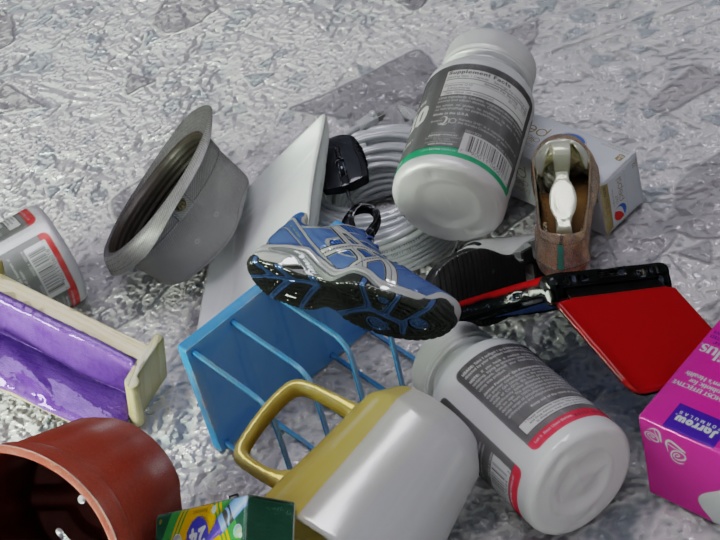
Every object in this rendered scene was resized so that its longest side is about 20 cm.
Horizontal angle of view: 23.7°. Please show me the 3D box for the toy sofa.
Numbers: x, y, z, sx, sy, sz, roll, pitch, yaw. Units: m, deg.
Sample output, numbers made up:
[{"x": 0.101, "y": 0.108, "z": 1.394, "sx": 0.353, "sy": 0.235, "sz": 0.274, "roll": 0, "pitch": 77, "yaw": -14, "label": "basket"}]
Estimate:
[{"x": -0.291, "y": 0.080, "z": 1.641, "sx": 0.199, "sy": 0.083, "sz": 0.098, "roll": 25, "pitch": 59, "yaw": 11, "label": "toy sofa"}]

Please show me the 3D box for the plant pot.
[{"x": -0.248, "y": 0.216, "z": 1.416, "sx": 0.200, "sy": 0.202, "sz": 0.195, "roll": -2, "pitch": 9, "yaw": 16, "label": "plant pot"}]

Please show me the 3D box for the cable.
[{"x": 0.018, "y": -0.072, "z": 1.771, "sx": 0.199, "sy": 0.069, "sz": 0.200, "roll": -31, "pitch": 42, "yaw": -15, "label": "cable"}]

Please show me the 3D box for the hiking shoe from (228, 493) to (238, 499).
[{"x": -0.084, "y": 0.277, "z": 1.384, "sx": 0.075, "sy": 0.101, "sz": 0.200, "roll": -21, "pitch": 40, "yaw": -4, "label": "hiking shoe"}]

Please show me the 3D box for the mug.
[{"x": 0.006, "y": 0.166, "z": 1.397, "sx": 0.153, "sy": 0.186, "sz": 0.149, "roll": -52, "pitch": 10, "yaw": -18, "label": "mug"}]

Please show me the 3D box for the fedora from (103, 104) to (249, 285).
[{"x": -0.179, "y": -0.064, "z": 1.779, "sx": 0.201, "sy": 0.090, "sz": 0.177, "roll": -61, "pitch": 21, "yaw": -18, "label": "fedora"}]

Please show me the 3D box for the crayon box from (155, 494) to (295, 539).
[{"x": -0.109, "y": 0.282, "z": 1.317, "sx": 0.125, "sy": 0.051, "sz": 0.201, "roll": -20, "pitch": 62, "yaw": 47, "label": "crayon box"}]

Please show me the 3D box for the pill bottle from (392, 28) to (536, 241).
[{"x": 0.108, "y": -0.136, "z": 1.681, "sx": 0.113, "sy": 0.113, "sz": 0.201, "roll": 2, "pitch": 48, "yaw": 21, "label": "pill bottle"}]

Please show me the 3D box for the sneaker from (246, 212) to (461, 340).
[{"x": 0.000, "y": 0.000, "z": 1.488, "sx": 0.199, "sy": 0.076, "sz": 0.077, "roll": 20, "pitch": 58, "yaw": 22, "label": "sneaker"}]

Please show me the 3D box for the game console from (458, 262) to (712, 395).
[{"x": 0.209, "y": 0.061, "z": 1.513, "sx": 0.172, "sy": 0.119, "sz": 0.200, "roll": -18, "pitch": -9, "yaw": 38, "label": "game console"}]

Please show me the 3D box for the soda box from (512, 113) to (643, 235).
[{"x": 0.190, "y": -0.109, "z": 1.753, "sx": 0.200, "sy": 0.068, "sz": 0.064, "roll": 26, "pitch": 56, "yaw": 39, "label": "soda box"}]

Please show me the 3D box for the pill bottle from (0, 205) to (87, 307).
[{"x": -0.393, "y": 0.028, "z": 1.762, "sx": 0.199, "sy": 0.114, "sz": 0.114, "roll": -31, "pitch": 42, "yaw": -16, "label": "pill bottle"}]

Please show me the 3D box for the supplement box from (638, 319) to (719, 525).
[{"x": 0.332, "y": 0.108, "z": 1.434, "sx": 0.101, "sy": 0.104, "sz": 0.200, "roll": 23, "pitch": 55, "yaw": 36, "label": "supplement box"}]

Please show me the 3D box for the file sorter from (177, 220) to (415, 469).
[{"x": -0.039, "y": 0.083, "z": 1.565, "sx": 0.200, "sy": 0.139, "sz": 0.122, "roll": -39, "pitch": 49, "yaw": -24, "label": "file sorter"}]

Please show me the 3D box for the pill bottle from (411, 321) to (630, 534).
[{"x": 0.130, "y": 0.127, "z": 1.474, "sx": 0.110, "sy": 0.111, "sz": 0.200, "roll": -31, "pitch": 42, "yaw": -16, "label": "pill bottle"}]

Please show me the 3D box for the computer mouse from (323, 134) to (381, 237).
[{"x": -0.015, "y": -0.083, "z": 1.697, "sx": 0.058, "sy": 0.034, "sz": 0.200, "roll": -16, "pitch": 33, "yaw": 0, "label": "computer mouse"}]

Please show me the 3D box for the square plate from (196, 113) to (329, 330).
[{"x": -0.094, "y": -0.032, "z": 1.714, "sx": 0.200, "sy": 0.028, "sz": 0.199, "roll": -42, "pitch": 29, "yaw": 38, "label": "square plate"}]

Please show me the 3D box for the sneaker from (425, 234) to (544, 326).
[{"x": 0.112, "y": 0.007, "z": 1.619, "sx": 0.088, "sy": 0.075, "sz": 0.199, "roll": 3, "pitch": 10, "yaw": 41, "label": "sneaker"}]

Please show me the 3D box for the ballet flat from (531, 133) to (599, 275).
[{"x": 0.193, "y": -0.079, "z": 1.619, "sx": 0.068, "sy": 0.067, "sz": 0.201, "roll": -6, "pitch": 45, "yaw": 7, "label": "ballet flat"}]
